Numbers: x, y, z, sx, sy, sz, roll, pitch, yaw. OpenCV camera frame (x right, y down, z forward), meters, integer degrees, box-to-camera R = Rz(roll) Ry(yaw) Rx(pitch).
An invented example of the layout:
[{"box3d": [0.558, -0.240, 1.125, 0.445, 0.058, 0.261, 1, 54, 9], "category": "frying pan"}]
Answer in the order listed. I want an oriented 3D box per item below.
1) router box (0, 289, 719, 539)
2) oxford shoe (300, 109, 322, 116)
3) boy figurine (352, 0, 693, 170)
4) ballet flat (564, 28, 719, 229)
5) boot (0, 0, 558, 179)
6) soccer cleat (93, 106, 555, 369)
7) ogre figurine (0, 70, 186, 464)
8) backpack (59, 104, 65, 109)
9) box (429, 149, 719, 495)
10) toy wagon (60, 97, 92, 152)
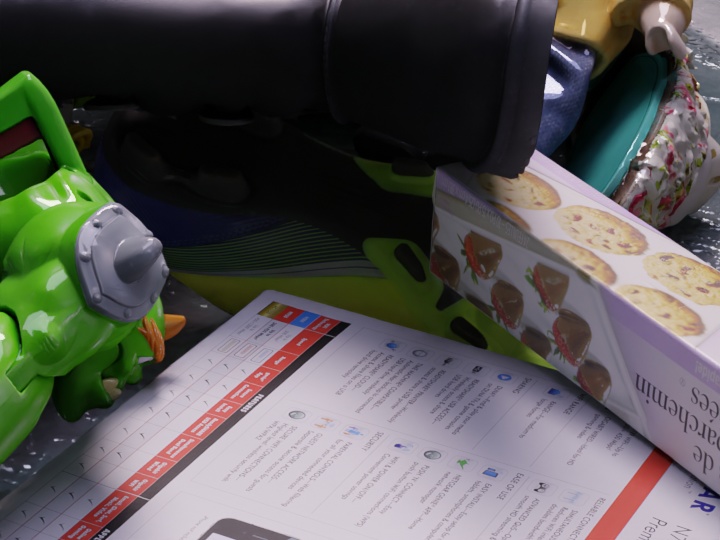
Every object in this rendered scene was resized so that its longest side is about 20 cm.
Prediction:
[{"box3d": [0.005, 0.083, 0.632, 0.178, 0.049, 0.200, 15, 28, 22], "category": "router box"}, {"box3d": [0.031, -0.107, 0.980, 0.199, 0.073, 0.085, -22, 28, 13], "category": "oxford shoe"}, {"box3d": [0.077, -0.112, 0.901, 0.124, 0.064, 0.201, 18, 70, 31], "category": "boy figurine"}, {"box3d": [0.119, -0.059, 0.939, 0.064, 0.076, 0.200, 35, 27, -15], "category": "ballet flat"}, {"box3d": [-0.050, -0.074, 0.695, 0.198, 0.066, 0.165, 9, 0, -7], "category": "boot"}, {"box3d": [0.000, -0.001, 0.792, 0.199, 0.084, 0.065, 26, 59, 7], "category": "soccer cleat"}, {"box3d": [-0.117, 0.012, 0.649, 0.120, 0.098, 0.200, -36, 3, -6], "category": "ogre figurine"}, {"box3d": [-0.131, -0.146, 0.909, 0.199, 0.168, 0.126, 28, 53, 33], "category": "backpack"}, {"box3d": [0.090, 0.022, 0.668, 0.041, 0.039, 0.200, -14, 33, -28], "category": "box"}, {"box3d": [-0.182, -0.067, 0.936, 0.154, 0.040, 0.199, -19, 34, -39], "category": "toy wagon"}]
